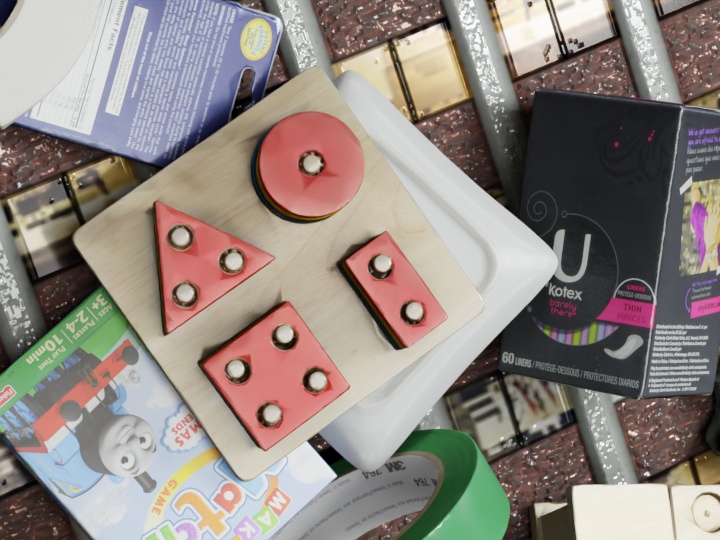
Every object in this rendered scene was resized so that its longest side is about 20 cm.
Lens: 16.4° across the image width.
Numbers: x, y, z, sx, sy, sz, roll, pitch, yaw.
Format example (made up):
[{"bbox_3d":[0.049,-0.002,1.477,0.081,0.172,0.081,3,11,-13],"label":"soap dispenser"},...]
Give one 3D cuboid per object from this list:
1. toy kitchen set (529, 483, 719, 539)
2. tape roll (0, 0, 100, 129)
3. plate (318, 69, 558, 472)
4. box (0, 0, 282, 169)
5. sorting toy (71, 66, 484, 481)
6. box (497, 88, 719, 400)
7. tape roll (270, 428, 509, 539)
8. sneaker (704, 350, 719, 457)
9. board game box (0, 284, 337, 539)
[{"bbox_3d":[0.233,0.246,1.738,0.180,0.163,0.201,1,75,-20],"label":"toy kitchen set"},{"bbox_3d":[-0.262,-0.184,1.564,0.202,0.037,0.204,0,92,-10],"label":"tape roll"},{"bbox_3d":[0.000,0.000,1.677,0.199,0.032,0.200,43,86,-1],"label":"plate"},{"bbox_3d":[-0.159,-0.137,1.638,0.199,0.032,0.122,16,90,-22],"label":"box"},{"bbox_3d":[-0.050,0.000,1.615,0.200,0.070,0.199,-36,92,-7],"label":"sorting toy"},{"bbox_3d":[0.182,-0.019,1.729,0.106,0.122,0.201,3,95,-54],"label":"box"},{"bbox_3d":[0.001,0.183,1.650,0.200,0.200,0.048,-36,109,-15],"label":"tape roll"},{"bbox_3d":[0.294,0.051,1.826,0.084,0.074,0.201,-5,98,-22],"label":"sneaker"},{"bbox_3d":[-0.136,0.112,1.648,0.151,0.037,0.200,-42,95,-13],"label":"board game box"}]
